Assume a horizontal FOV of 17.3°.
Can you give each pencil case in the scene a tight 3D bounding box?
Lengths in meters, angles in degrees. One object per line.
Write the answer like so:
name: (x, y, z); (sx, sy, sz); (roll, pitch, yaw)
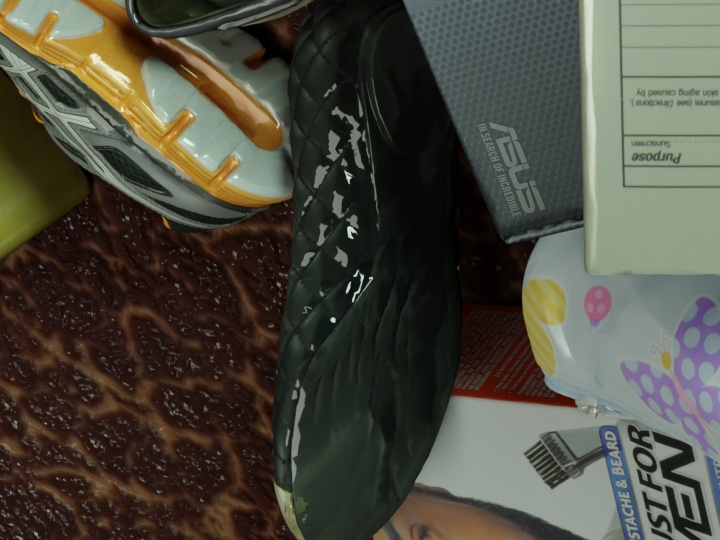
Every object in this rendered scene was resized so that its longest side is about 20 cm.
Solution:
pencil case: (0.134, 0.032, 0.728); (0.083, 0.091, 0.200); (46, 172, -39)

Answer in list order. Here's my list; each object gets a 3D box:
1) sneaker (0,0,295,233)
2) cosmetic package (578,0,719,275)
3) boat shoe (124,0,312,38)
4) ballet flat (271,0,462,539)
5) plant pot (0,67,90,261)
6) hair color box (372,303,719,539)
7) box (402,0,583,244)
sneaker: (-0.107, -0.086, 0.875); (0.200, 0.078, 0.077); (46, 146, -2)
cosmetic package: (0.108, -0.100, 0.626); (0.105, 0.071, 0.200); (1, 119, 7)
boat shoe: (-0.008, -0.130, 0.772); (0.072, 0.065, 0.200); (52, 135, -7)
ballet flat: (0.000, 0.000, 0.836); (0.057, 0.066, 0.200); (15, 100, 58)
plant pot: (-0.273, -0.021, 0.955); (0.194, 0.200, 0.195); (51, 137, -9)
hair color box: (0.095, 0.077, 0.865); (0.200, 0.064, 0.111); (4, 126, 35)
box: (0.083, -0.119, 0.694); (0.157, 0.051, 0.200); (-15, 116, 19)
